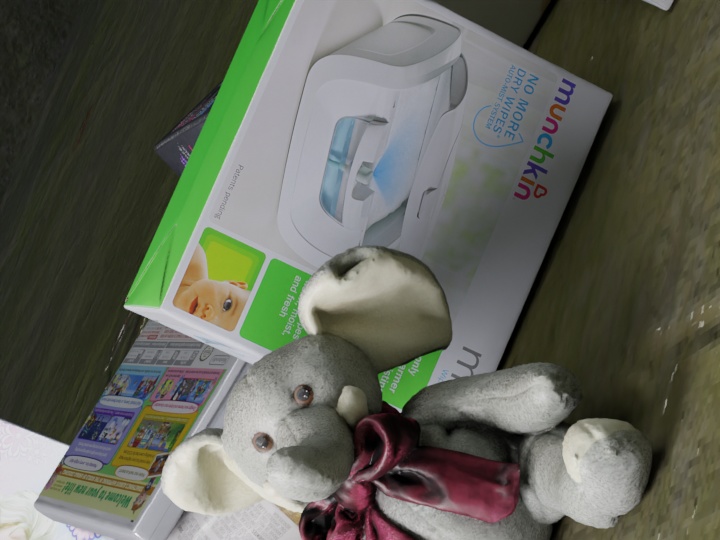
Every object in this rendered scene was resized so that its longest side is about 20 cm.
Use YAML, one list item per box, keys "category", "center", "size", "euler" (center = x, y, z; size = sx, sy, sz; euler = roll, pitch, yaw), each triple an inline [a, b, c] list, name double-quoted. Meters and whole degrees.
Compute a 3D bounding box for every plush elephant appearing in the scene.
- category: "plush elephant"
  center: [0.008, 0.085, 0.869]
  size: [0.165, 0.155, 0.200]
  euler: [-61, 17, 13]

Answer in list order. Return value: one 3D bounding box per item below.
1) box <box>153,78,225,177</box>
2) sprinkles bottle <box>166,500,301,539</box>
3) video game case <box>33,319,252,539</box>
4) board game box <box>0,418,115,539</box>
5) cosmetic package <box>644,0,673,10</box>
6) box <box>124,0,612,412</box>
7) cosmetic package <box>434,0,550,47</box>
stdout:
- category: "box"
  center: [-0.033, -0.081, 1.263]
  size: [0.106, 0.122, 0.200]
  euler: [-45, 11, -17]
- category: "sprinkles bottle"
  center: [-0.079, 0.158, 1.097]
  size: [0.200, 0.068, 0.068]
  euler: [-45, 18, 3]
- category: "video game case"
  center: [-0.109, 0.073, 1.170]
  size: [0.182, 0.022, 0.200]
  euler: [-59, 20, -15]
- category: "board game box"
  center: [-0.235, 0.200, 1.287]
  size: [0.200, 0.041, 0.200]
  euler: [14, 79, 37]
- category: "cosmetic package"
  center: [0.161, -0.248, 1.058]
  size: [0.200, 0.052, 0.151]
  euler: [-62, 26, 7]
- category: "box"
  center: [0.003, -0.035, 1.031]
  size: [0.200, 0.176, 0.097]
  euler: [-66, 16, -7]
- category: "cosmetic package"
  center: [0.095, -0.219, 1.208]
  size: [0.200, 0.071, 0.105]
  euler: [-58, 18, 21]
